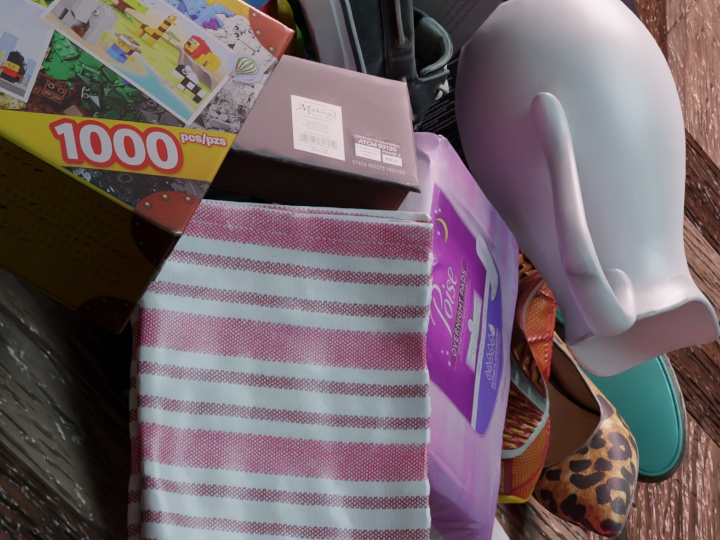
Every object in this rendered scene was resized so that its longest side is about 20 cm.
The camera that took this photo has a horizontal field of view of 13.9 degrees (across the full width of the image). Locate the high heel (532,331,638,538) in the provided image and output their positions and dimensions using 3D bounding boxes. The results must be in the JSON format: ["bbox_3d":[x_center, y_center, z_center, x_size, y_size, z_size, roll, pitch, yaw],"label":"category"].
[{"bbox_3d":[0.092,0.061,1.714,0.143,0.071,0.200,51,10,-35],"label":"high heel"}]

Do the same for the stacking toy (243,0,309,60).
[{"bbox_3d":[-0.064,-0.107,1.567,0.110,0.116,0.200,54,6,39],"label":"stacking toy"}]

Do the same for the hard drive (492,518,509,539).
[{"bbox_3d":[0.014,0.142,1.549,0.132,0.027,0.200,57,26,-8],"label":"hard drive"}]

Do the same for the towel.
[{"bbox_3d":[-0.035,0.067,1.372,0.146,0.030,0.201,4,78,-17],"label":"towel"}]

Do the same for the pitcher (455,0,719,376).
[{"bbox_3d":[0.118,-0.053,1.588,0.172,0.121,0.201,27,45,-75],"label":"pitcher"}]

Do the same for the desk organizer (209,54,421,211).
[{"bbox_3d":[-0.079,-0.061,1.418,0.199,0.077,0.072,12,47,-20],"label":"desk organizer"}]

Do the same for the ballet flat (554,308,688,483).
[{"bbox_3d":[0.144,0.041,1.859,0.201,0.068,0.067,63,-6,1],"label":"ballet flat"}]

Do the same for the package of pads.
[{"bbox_3d":[0.023,0.042,1.502,0.121,0.075,0.201,52,37,-46],"label":"package of pads"}]

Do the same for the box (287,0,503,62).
[{"bbox_3d":[-0.028,-0.171,1.583,0.199,0.144,0.036,27,41,-18],"label":"box"}]

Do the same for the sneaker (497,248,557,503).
[{"bbox_3d":[0.075,0.042,1.666,0.077,0.073,0.201,92,6,-49],"label":"sneaker"}]

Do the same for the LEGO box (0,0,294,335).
[{"bbox_3d":[-0.151,-0.088,1.290,0.199,0.077,0.149,30,45,-5],"label":"LEGO box"}]

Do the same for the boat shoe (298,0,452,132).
[{"bbox_3d":[0.015,-0.105,1.557,0.200,0.071,0.072,70,5,-58],"label":"boat shoe"}]

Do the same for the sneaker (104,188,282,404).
[{"bbox_3d":[-0.080,0.005,1.452,0.088,0.074,0.200,53,31,-32],"label":"sneaker"}]

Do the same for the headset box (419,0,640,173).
[{"bbox_3d":[0.063,-0.160,1.778,0.093,0.174,0.201,19,47,-57],"label":"headset box"}]
